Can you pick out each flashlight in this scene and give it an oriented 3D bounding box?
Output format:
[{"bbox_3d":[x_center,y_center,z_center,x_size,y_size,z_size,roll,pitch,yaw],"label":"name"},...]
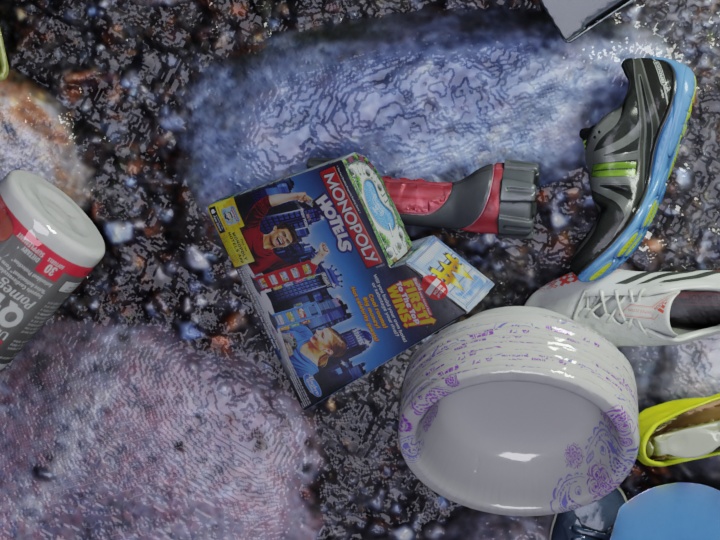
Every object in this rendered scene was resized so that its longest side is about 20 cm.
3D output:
[{"bbox_3d":[0.052,-0.067,1.484,0.198,0.068,0.068,6,83,6],"label":"flashlight"}]

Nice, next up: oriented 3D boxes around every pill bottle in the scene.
[{"bbox_3d":[-0.326,0.019,1.520,0.111,0.111,0.200,43,101,-1],"label":"pill bottle"}]

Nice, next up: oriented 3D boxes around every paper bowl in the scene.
[{"bbox_3d":[0.133,0.109,1.455,0.199,0.105,0.201,3,138,3],"label":"paper bowl"}]

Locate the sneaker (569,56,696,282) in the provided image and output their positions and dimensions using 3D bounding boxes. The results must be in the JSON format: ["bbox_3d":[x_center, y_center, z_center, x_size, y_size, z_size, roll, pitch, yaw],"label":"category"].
[{"bbox_3d":[0.218,-0.085,1.459,0.082,0.071,0.201,19,89,14],"label":"sneaker"}]

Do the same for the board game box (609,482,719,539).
[{"bbox_3d":[0.264,0.282,1.510,0.157,0.039,0.201,19,84,-21],"label":"board game box"}]

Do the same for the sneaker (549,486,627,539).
[{"bbox_3d":[0.192,0.281,1.510,0.074,0.085,0.202,11,100,5],"label":"sneaker"}]

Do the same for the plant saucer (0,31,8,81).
[{"bbox_3d":[-0.414,-0.250,1.521,0.198,0.048,0.202,-10,98,8],"label":"plant saucer"}]

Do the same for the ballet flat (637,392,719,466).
[{"bbox_3d":[0.326,0.130,1.480,0.198,0.067,0.067,-15,96,9],"label":"ballet flat"}]

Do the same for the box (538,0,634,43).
[{"bbox_3d":[0.197,-0.265,1.367,0.147,0.200,0.105,-33,94,10],"label":"box"}]

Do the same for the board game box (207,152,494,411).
[{"bbox_3d":[0.000,0.000,1.453,0.199,0.062,0.201,-16,105,33],"label":"board game box"}]

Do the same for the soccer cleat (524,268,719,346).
[{"bbox_3d":[0.235,0.033,1.467,0.198,0.085,0.069,-3,99,7],"label":"soccer cleat"}]
